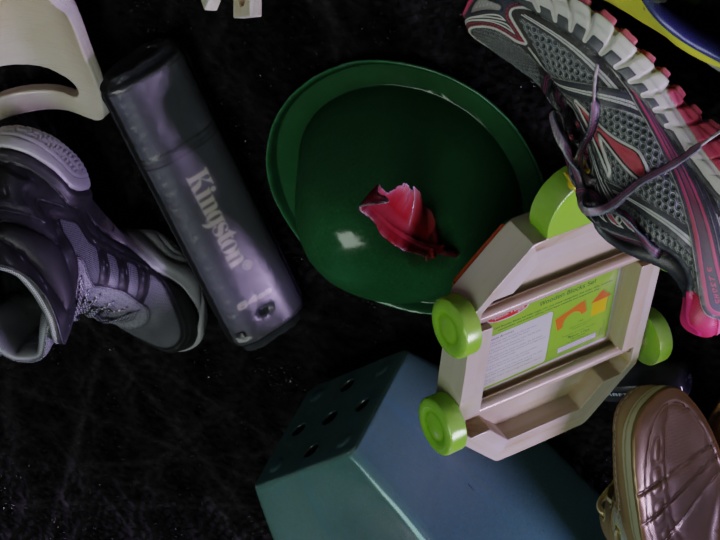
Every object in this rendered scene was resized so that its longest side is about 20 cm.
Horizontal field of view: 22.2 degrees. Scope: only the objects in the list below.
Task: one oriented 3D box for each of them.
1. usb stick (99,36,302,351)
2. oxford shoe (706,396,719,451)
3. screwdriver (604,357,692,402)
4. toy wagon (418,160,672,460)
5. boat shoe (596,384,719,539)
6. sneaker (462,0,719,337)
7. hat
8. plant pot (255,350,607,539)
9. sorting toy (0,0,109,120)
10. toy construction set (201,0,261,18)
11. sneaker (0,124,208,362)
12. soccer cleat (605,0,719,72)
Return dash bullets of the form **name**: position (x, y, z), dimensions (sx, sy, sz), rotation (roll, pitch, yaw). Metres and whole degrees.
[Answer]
- **usb stick**: position (-0.088, -0.041, 1.047), dimensions (0.033, 0.055, 0.201), rotation (32, 152, 52)
- **oxford shoe**: position (0.244, 0.090, 1.013), dimensions (0.071, 0.072, 0.200), rotation (29, 141, -8)
- **screwdriver**: position (0.098, 0.062, 1.079), dimensions (0.198, 0.028, 0.029), rotation (-1, 172, 24)
- **toy wagon**: position (0.104, 0.013, 0.961), dimensions (0.040, 0.154, 0.202), rotation (46, 144, 38)
- **boat shoe**: position (0.171, 0.147, 1.065), dimensions (0.066, 0.074, 0.202), rotation (23, 137, 48)
- **sneaker**: position (0.119, -0.059, 0.847), dimensions (0.075, 0.081, 0.200), rotation (-44, 78, 0)
- **hat**: position (0.000, 0.000, 0.958), dimensions (0.164, 0.177, 0.201), rotation (-8, 126, 27)
- **plant pot**: position (0.042, 0.158, 1.106), dimensions (0.141, 0.142, 0.200), rotation (-25, 114, 41)
- **sorting toy**: position (-0.225, -0.134, 0.995), dimensions (0.198, 0.108, 0.181), rotation (-11, 137, 18)
- **toy construction set**: position (-0.114, -0.183, 0.861), dimensions (0.199, 0.133, 0.092), rotation (2, 165, -42)
- **sneaker**: position (-0.167, 0.016, 1.067), dimensions (0.075, 0.115, 0.200), rotation (-12, 138, 30)
- **soccer cleat**: position (0.128, -0.142, 0.816), dimensions (0.199, 0.083, 0.065), rotation (34, 107, 25)
